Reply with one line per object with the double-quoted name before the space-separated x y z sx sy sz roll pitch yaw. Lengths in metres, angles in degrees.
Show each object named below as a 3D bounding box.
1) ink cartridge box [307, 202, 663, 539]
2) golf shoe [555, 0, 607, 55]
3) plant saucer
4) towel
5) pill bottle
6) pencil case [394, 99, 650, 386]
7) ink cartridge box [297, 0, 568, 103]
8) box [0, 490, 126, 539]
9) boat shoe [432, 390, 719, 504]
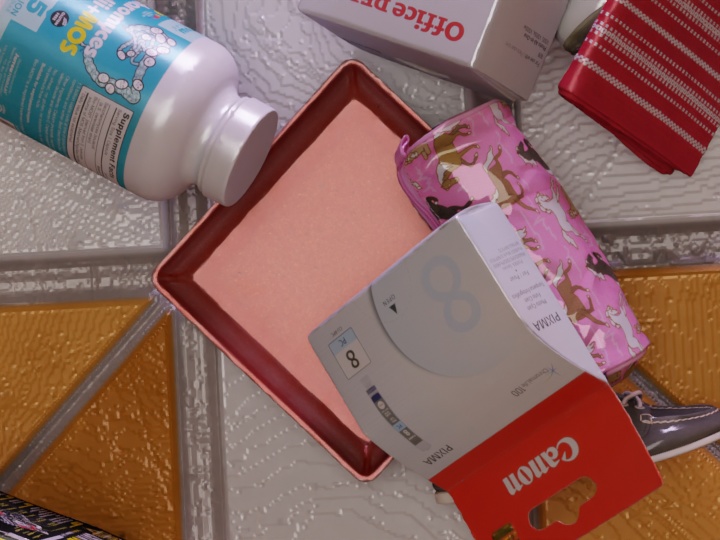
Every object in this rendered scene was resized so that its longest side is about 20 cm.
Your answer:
"ink cartridge box" 0.072 0.083 1.400 0.160 0.047 0.201 -39 77 41
"golf shoe" 0.176 -0.230 1.481 0.092 0.073 0.200 33 82 10
"plant saucer" 0.000 0.000 1.499 0.200 0.037 0.200 43 92 4
"towel" 0.211 -0.170 1.453 0.022 0.144 0.201 29 91 46
"pill bottle" -0.155 -0.117 1.468 0.199 0.111 0.111 28 90 10
"pencil case" 0.100 -0.009 1.436 0.083 0.086 0.201 -33 86 34
"ink cartridge box" 0.068 -0.226 1.453 0.145 0.084 0.201 21 90 32
"box" -0.229 0.170 1.427 0.159 0.200 0.050 22 88 4
"boat shoe" 0.136 0.104 1.472 0.199 0.067 0.057 -13 92 7
